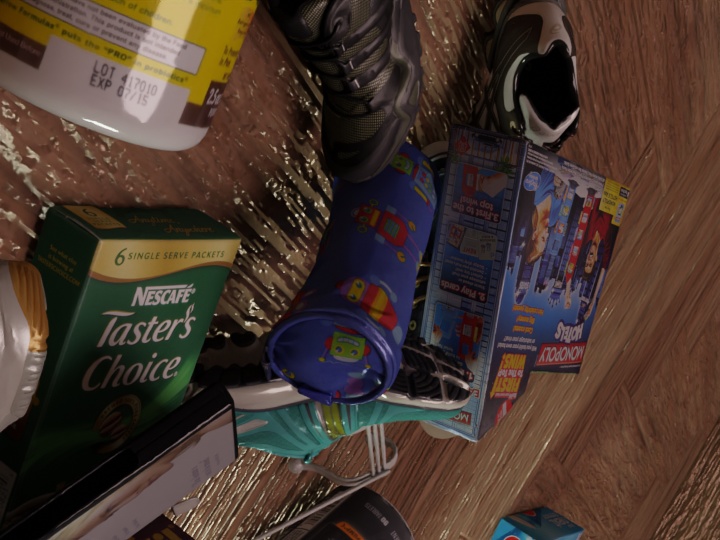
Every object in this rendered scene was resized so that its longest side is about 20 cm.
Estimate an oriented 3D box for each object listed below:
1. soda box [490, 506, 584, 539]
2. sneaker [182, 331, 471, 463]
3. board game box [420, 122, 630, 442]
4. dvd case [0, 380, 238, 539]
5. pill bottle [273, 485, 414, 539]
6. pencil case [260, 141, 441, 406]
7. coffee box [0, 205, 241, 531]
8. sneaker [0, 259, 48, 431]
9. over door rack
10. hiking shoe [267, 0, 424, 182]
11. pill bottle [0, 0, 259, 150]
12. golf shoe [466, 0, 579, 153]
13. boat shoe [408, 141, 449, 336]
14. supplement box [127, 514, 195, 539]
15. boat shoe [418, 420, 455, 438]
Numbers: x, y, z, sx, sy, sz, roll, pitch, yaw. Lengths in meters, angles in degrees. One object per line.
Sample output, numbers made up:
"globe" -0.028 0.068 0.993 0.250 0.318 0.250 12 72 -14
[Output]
"soda box" 0.243 0.379 1.582 0.199 0.067 0.065 14 103 -62
"sneaker" -0.027 0.083 0.749 0.078 0.196 0.081 -101 -168 -57
"board game box" 0.109 0.016 0.818 0.199 0.061 0.203 10 97 -57
"dvd case" -0.147 0.135 0.581 0.199 0.018 0.143 -35 167 -16
"pill bottle" -0.048 0.271 0.935 0.199 0.105 0.108 -33 142 -43
"pencil case" 0.000 0.000 0.717 0.201 0.077 0.087 -71 -172 -49
"coffee box" -0.147 0.063 0.635 0.122 0.044 0.203 -1 116 -60
"sneaker" -0.209 0.073 0.528 0.086 0.076 0.202 6 123 -30
"over door rack" -0.061 0.137 0.842 0.199 0.066 0.149 -33 142 -24
"hiking shoe" -0.016 -0.142 0.659 0.100 0.075 0.203 -17 127 -35
"pill bottle" -0.080 -0.161 0.469 0.109 0.108 0.203 4 113 -60
"golf shoe" 0.123 -0.108 0.872 0.076 0.095 0.203 -5 125 -7
"boat shoe" 0.061 0.011 0.864 0.091 0.069 0.203 -91 -174 -62
"supplement box" -0.118 0.251 0.691 0.130 0.198 0.105 -23 135 -50
"boat shoe" 0.066 0.046 0.969 0.063 0.070 0.203 -87 172 -60
